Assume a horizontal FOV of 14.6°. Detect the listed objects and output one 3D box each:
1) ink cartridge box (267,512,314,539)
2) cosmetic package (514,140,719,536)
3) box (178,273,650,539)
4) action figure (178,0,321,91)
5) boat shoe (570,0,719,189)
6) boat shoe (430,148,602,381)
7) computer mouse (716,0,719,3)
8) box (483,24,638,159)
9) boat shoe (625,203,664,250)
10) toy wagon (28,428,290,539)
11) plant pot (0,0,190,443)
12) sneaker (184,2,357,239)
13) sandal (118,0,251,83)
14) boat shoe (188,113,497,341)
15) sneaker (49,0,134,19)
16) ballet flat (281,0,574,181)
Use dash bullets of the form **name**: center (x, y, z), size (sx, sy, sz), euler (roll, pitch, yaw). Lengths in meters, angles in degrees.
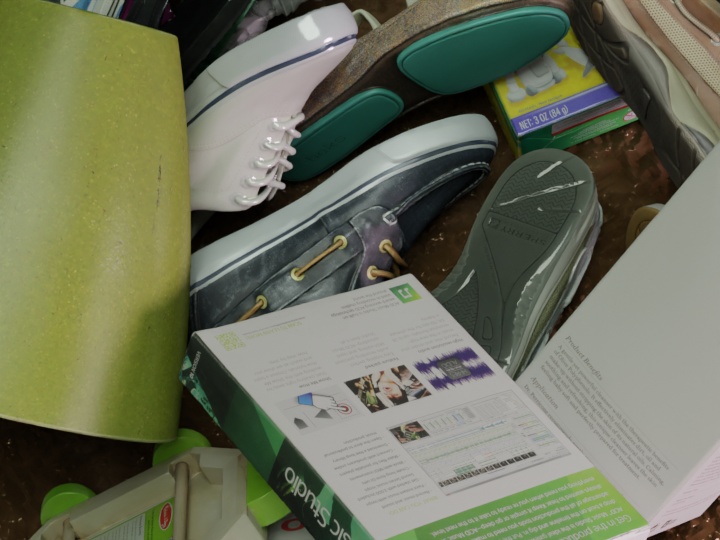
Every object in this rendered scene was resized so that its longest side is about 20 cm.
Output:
- **ink cartridge box**: center (0.020, 0.194, 1.364), size (0.146, 0.083, 0.200), euler (-6, 27, 3)
- **cosmetic package**: center (0.178, 0.029, 1.409), size (0.108, 0.085, 0.200), euler (50, 119, 18)
- **box**: center (0.025, 0.088, 1.366), size (0.144, 0.036, 0.200), euler (-14, 47, -37)
- **action figure**: center (-0.046, -0.173, 1.559), size (0.200, 0.055, 0.118), euler (-49, 29, -1)
- **boat shoe**: center (0.164, -0.124, 1.487), size (0.072, 0.076, 0.200), euler (-29, 80, -10)
- **boat shoe**: center (0.067, 0.032, 1.486), size (0.074, 0.065, 0.202), euler (22, 74, 29)
- **computer mouse**: center (0.200, -0.172, 1.479), size (0.200, 0.046, 0.140), euler (46, 41, 15)
- **box**: center (0.102, -0.171, 1.566), size (0.117, 0.048, 0.201), euler (-22, 68, -4)
- **boat shoe**: center (0.229, 0.024, 1.477), size (0.200, 0.071, 0.069), euler (38, 51, 24)
- **toy wagon**: center (-0.099, 0.138, 1.414), size (0.199, 0.040, 0.155), euler (-26, 24, 11)
- **plant pot**: center (-0.159, -0.033, 1.433), size (0.186, 0.187, 0.201), euler (15, 92, 10)
- **sneaker**: center (-0.060, -0.071, 1.492), size (0.073, 0.200, 0.071), euler (-24, 81, -46)
- **sandal**: center (-0.116, -0.122, 1.502), size (0.200, 0.048, 0.075), euler (-42, 24, 25)
- **boat shoe**: center (0.000, 0.000, 1.504), size (0.200, 0.071, 0.091), euler (-30, 71, 1)
- **sneaker**: center (-0.136, -0.182, 1.533), size (0.200, 0.072, 0.072), euler (-51, 53, 20)
- **ballet flat**: center (0.021, -0.120, 1.515), size (0.199, 0.068, 0.067), euler (-26, 58, 20)
